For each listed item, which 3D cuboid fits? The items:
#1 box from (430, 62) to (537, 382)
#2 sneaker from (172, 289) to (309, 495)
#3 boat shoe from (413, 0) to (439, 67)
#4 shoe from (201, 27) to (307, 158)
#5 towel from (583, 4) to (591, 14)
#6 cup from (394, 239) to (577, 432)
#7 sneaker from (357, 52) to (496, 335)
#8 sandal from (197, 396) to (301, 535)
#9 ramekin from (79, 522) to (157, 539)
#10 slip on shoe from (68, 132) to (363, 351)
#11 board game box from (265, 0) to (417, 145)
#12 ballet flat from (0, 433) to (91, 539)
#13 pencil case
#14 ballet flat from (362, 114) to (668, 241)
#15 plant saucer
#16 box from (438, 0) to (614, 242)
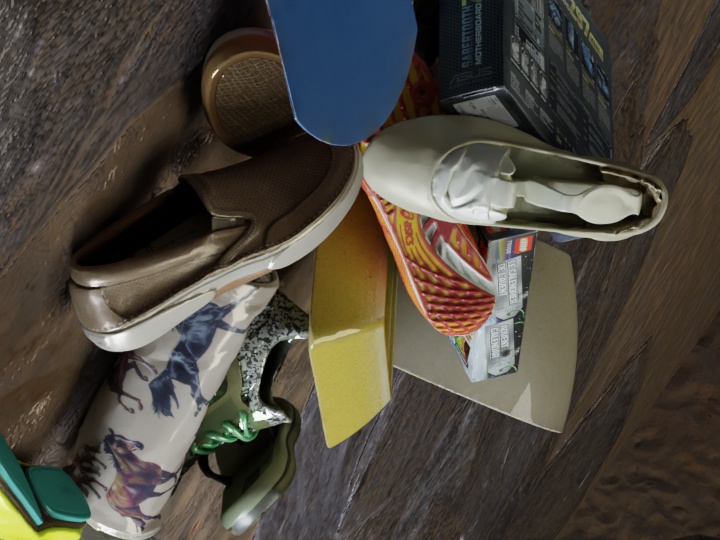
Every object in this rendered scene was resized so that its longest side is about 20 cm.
[{"bbox_3d":[0.065,-0.039,1.425,0.040,0.200,0.137,-12,136,-15],"label":"box"},{"bbox_3d":[-0.094,0.094,1.362,0.201,0.088,0.077,-63,164,12],"label":"sneaker"},{"bbox_3d":[0.063,-0.188,1.388,0.200,0.065,0.072,-43,155,-49],"label":"boat shoe"},{"bbox_3d":[-0.057,-0.105,1.213,0.070,0.054,0.200,-28,159,4],"label":"shoe"},{"bbox_3d":[0.135,-0.135,1.784,0.193,0.034,0.201,-38,151,-59],"label":"towel"},{"bbox_3d":[0.106,0.034,1.696,0.144,0.200,0.200,-67,164,1],"label":"cup"},{"bbox_3d":[0.032,-0.052,1.297,0.077,0.073,0.201,-129,-157,-69],"label":"sneaker"},{"bbox_3d":[-0.085,0.127,1.436,0.080,0.057,0.201,-52,-170,4],"label":"sandal"},{"bbox_3d":[-0.188,0.260,1.339,0.200,0.105,0.200,-53,163,-24],"label":"ramekin"},{"bbox_3d":[-0.084,-0.032,1.164,0.200,0.076,0.061,-32,135,-15],"label":"slip on shoe"},{"bbox_3d":[-0.029,-0.169,1.125,0.158,0.039,0.201,-46,129,-51],"label":"board game box"},{"bbox_3d":[-0.210,0.135,1.143,0.067,0.067,0.200,-30,163,-1],"label":"ballet flat"},{"bbox_3d":[-0.120,0.065,1.253,0.089,0.078,0.201,-83,-162,-75],"label":"pencil case"},{"bbox_3d":[0.101,-0.054,1.242,0.069,0.199,0.070,-174,-90,-71],"label":"ballet flat"},{"bbox_3d":[0.000,0.000,1.392,0.200,0.048,0.201,83,10,-65],"label":"plant saucer"},{"bbox_3d":[0.114,-0.133,1.334,0.200,0.051,0.158,44,42,-52],"label":"box"}]
